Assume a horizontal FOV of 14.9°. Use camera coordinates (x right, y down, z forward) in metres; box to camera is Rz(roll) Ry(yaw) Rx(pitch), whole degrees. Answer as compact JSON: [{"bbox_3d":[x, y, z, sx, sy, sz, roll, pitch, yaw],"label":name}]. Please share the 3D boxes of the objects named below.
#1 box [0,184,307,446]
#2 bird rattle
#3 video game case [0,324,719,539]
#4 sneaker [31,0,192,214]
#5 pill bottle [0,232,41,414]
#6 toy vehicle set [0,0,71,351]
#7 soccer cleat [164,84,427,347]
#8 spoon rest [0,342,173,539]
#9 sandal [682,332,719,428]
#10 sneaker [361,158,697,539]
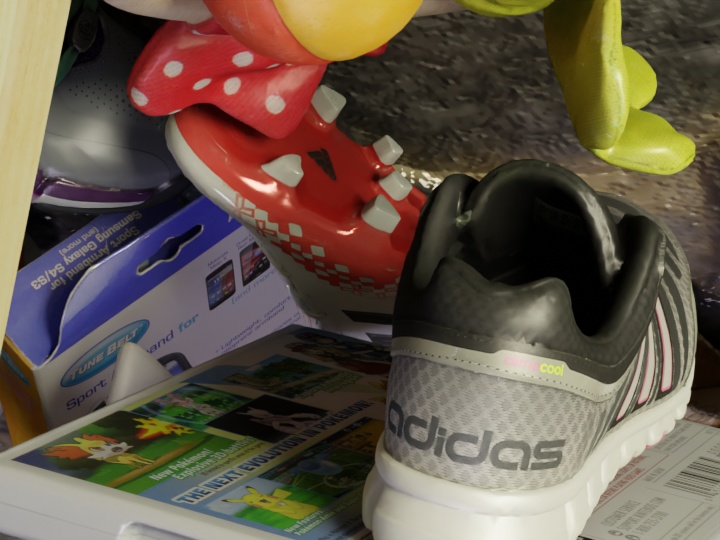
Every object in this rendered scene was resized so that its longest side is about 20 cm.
[{"bbox_3d":[-0.072,0.027,0.990,0.041,0.119,0.200,45,159,25],"label":"box"},{"bbox_3d":[-0.006,-0.092,0.753,0.200,0.113,0.163,6,180,28],"label":"bird rattle"},{"bbox_3d":[0.018,0.062,0.787,0.182,0.022,0.200,14,-165,21],"label":"video game case"},{"bbox_3d":[-0.126,-0.085,0.863,0.200,0.074,0.088,24,144,-17],"label":"sneaker"},{"bbox_3d":[-0.222,-0.010,0.979,0.120,0.120,0.200,-18,139,43],"label":"pill bottle"},{"bbox_3d":[-0.126,-0.025,0.794,0.027,0.124,0.200,4,111,-24],"label":"toy vehicle set"},{"bbox_3d":[0.000,0.000,0.921,0.085,0.069,0.200,-42,140,23],"label":"soccer cleat"},{"bbox_3d":[-0.153,0.069,0.914,0.200,0.061,0.099,-10,145,27],"label":"spoon rest"},{"bbox_3d":[0.111,0.034,1.002,0.212,0.078,0.070,-2,117,12],"label":"sandal"},{"bbox_3d":[0.055,0.006,0.760,0.074,0.200,0.087,15,114,14],"label":"sneaker"}]
